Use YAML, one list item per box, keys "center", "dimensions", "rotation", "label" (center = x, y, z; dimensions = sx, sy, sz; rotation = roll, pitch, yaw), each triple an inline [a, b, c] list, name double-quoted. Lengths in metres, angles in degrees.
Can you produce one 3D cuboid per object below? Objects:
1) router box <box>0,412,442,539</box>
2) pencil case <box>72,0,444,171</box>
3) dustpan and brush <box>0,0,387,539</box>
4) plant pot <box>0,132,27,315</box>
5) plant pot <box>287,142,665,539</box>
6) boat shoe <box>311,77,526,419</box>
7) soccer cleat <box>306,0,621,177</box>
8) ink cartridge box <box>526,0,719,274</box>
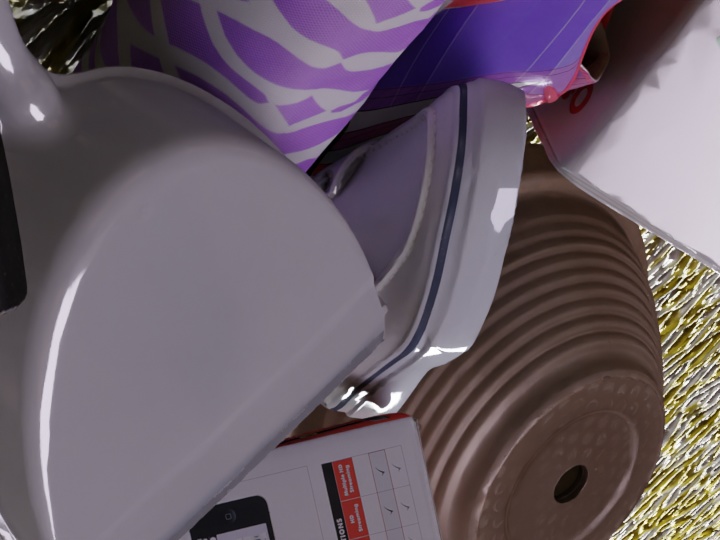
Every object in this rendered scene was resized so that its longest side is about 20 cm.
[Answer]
- center: [-0.049, 0.164, 0.810]
  dimensions: [0.178, 0.202, 0.049]
  rotation: [-11, 178, -12]
  label: "router box"
- center: [-0.025, -0.079, 0.737]
  dimensions: [0.085, 0.084, 0.200]
  rotation: [-39, 176, -47]
  label: "pencil case"
- center: [-0.075, -0.022, 0.665]
  dimensions: [0.139, 0.057, 0.201]
  rotation: [-43, 138, -25]
  label: "dustpan and brush"
- center: [-0.191, -0.084, 0.427]
  dimensions: [0.199, 0.199, 0.179]
  rotation: [-16, 120, -38]
  label: "plant pot"
- center: [0.054, 0.059, 0.963]
  dimensions: [0.200, 0.093, 0.202]
  rotation: [-26, 136, -28]
  label: "plant pot"
- center: [0.000, 0.000, 0.799]
  dimensions: [0.066, 0.074, 0.200]
  rotation: [10, 150, -9]
  label: "boat shoe"
- center: [0.038, -0.070, 0.798]
  dimensions: [0.200, 0.073, 0.068]
  rotation: [-46, -167, 48]
  label: "soccer cleat"
- center: [0.144, -0.116, 0.832]
  dimensions: [0.084, 0.145, 0.200]
  rotation: [32, 107, -19]
  label: "ink cartridge box"
